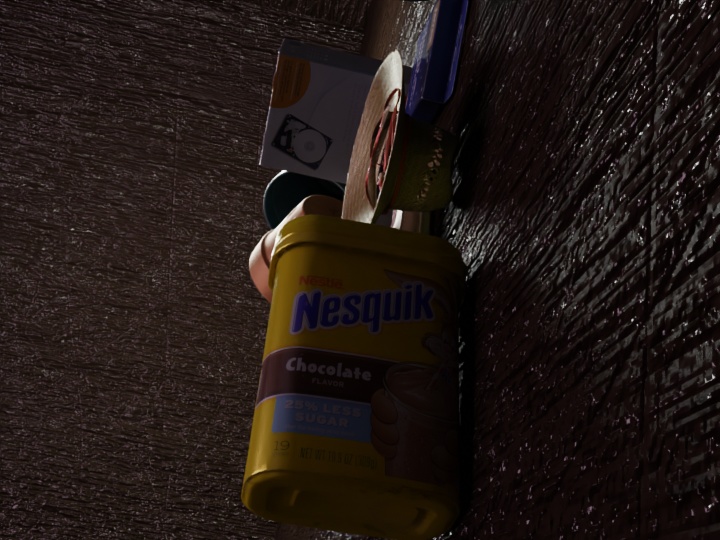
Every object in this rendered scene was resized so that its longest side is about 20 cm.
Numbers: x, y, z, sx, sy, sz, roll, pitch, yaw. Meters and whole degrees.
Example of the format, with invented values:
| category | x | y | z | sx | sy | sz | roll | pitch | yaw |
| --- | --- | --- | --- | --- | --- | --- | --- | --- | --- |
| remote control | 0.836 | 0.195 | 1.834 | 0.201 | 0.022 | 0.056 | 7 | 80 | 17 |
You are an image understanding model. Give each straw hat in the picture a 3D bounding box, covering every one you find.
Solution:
| category | x | y | z | sx | sy | sz | roll | pitch | yaw |
| --- | --- | --- | --- | --- | --- | --- | --- | --- | --- |
| straw hat | 0.046 | -0.093 | 0.782 | 0.201 | 0.084 | 0.204 | -169 | 90 | -79 |

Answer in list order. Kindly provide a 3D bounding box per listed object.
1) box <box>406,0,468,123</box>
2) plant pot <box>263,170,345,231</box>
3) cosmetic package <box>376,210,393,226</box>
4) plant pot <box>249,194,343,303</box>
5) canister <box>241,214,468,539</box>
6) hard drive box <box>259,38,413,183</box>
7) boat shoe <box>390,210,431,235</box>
| category | x | y | z | sx | sy | sz | roll | pitch | yaw |
| --- | --- | --- | --- | --- | --- | --- | --- | --- | --- |
| box | 0.082 | -0.233 | 0.991 | 0.200 | 0.032 | 0.123 | 142 | 139 | -81 |
| plant pot | -0.068 | -0.157 | 1.734 | 0.189 | 0.197 | 0.202 | -62 | -10 | -50 |
| cosmetic package | 0.000 | 0.000 | 1.177 | 0.106 | 0.070 | 0.202 | -84 | 7 | -52 |
| plant pot | -0.064 | -0.026 | 1.412 | 0.141 | 0.198 | 0.201 | -56 | 16 | 31 |
| canister | 0.000 | 0.071 | 0.600 | 0.087 | 0.146 | 0.202 | 108 | 170 | -50 |
| hard drive box | -0.023 | -0.203 | 1.155 | 0.077 | 0.197 | 0.158 | -90 | 11 | -63 |
| boat shoe | 0.030 | -0.003 | 0.872 | 0.072 | 0.064 | 0.202 | 109 | 170 | -58 |
